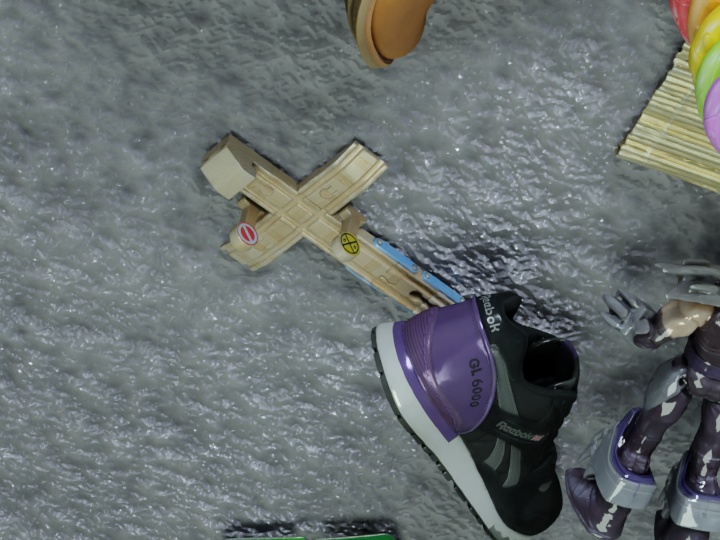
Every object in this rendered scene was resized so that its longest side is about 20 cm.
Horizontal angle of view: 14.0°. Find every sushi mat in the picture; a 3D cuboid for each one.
[{"bbox_3d":[0.232,-0.051,1.428,0.199,0.012,0.096,20,136,-6],"label":"sushi mat"}]

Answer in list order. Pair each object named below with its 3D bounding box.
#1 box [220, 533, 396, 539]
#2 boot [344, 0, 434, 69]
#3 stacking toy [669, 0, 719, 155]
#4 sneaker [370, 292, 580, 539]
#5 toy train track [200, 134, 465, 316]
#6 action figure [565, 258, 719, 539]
[{"bbox_3d":[-0.011,0.231,1.758,0.117,0.048,0.200,-4,132,18],"label":"box"},{"bbox_3d":[0.065,-0.159,1.319,0.154,0.074,0.200,-9,157,-2],"label":"boot"},{"bbox_3d":[0.184,-0.078,1.276,0.116,0.200,0.110,-9,132,21],"label":"stacking toy"},{"bbox_3d":[0.084,0.079,1.544,0.087,0.076,0.200,-23,145,13],"label":"sneaker"},{"bbox_3d":[0.000,0.000,1.527,0.200,0.033,0.115,35,133,-21],"label":"toy train track"},{"bbox_3d":[0.174,0.055,1.497,0.130,0.069,0.200,17,121,-11],"label":"action figure"}]
